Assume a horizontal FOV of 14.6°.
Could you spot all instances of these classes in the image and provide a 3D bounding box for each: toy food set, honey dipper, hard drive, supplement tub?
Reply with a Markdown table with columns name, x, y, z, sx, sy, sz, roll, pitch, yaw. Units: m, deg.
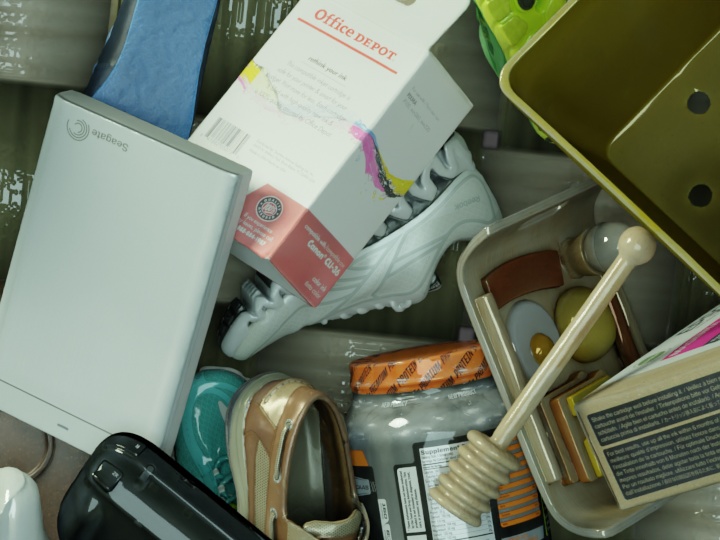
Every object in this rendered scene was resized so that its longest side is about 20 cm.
| name | x | y | z | sx | sy | sz | roll | pitch | yaw |
| --- | --- | --- | --- | --- | --- | --- | --- | --- | --- |
| toy food set | 0.148 | 0.049 | 1.718 | 0.060 | 0.143 | 0.201 | -19 | 94 | 42 |
| honey dipper | 0.110 | 0.059 | 1.647 | 0.038 | 0.038 | 0.200 | 34 | 93 | -3 |
| hard drive | -0.150 | 0.010 | 1.688 | 0.131 | 0.027 | 0.201 | 24 | 109 | 21 |
| supplement tub | 0.054 | 0.148 | 1.732 | 0.122 | 0.123 | 0.201 | -8 | 92 | -1 |

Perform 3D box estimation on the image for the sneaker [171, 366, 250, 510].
| name | x | y | z | sx | sy | sz | roll | pitch | yaw |
| --- | --- | --- | --- | --- | --- | --- | --- | --- | --- |
| sneaker | -0.074 | 0.158 | 1.750 | 0.077 | 0.080 | 0.201 | -11 | 92 | 0 |

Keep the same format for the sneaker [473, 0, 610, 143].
| name | x | y | z | sx | sy | sz | roll | pitch | yaw |
| --- | --- | --- | --- | --- | --- | --- | --- | --- | --- |
| sneaker | 0.092 | -0.167 | 1.706 | 0.074 | 0.084 | 0.201 | -28 | 128 | -15 |

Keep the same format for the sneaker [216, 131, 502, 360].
| name | x | y | z | sx | sy | sz | roll | pitch | yaw |
| --- | --- | --- | --- | --- | --- | --- | --- | --- | --- |
| sneaker | 0.000 | 0.000 | 1.752 | 0.200 | 0.075 | 0.081 | -36 | 105 | 3 |

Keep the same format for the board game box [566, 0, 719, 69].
| name | x | y | z | sx | sy | sz | roll | pitch | yaw |
| --- | --- | --- | --- | --- | --- | --- | --- | --- | --- |
| board game box | 0.204 | -0.245 | 1.765 | 0.199 | 0.026 | 0.201 | 24 | 92 | -2 |

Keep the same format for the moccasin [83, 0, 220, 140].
| name | x | y | z | sx | sy | sz | roll | pitch | yaw |
| --- | --- | --- | --- | --- | --- | --- | --- | --- | --- |
| moccasin | -0.128 | -0.115 | 1.743 | 0.080 | 0.068 | 0.201 | 25 | 93 | -10 |

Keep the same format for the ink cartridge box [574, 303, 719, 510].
| name | x | y | z | sx | sy | sz | roll | pitch | yaw |
| --- | --- | --- | --- | --- | --- | --- | --- | --- | --- |
| ink cartridge box | 0.249 | 0.055 | 1.668 | 0.200 | 0.164 | 0.075 | -31 | 96 | -43 |

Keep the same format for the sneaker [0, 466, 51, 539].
| name | x | y | z | sx | sy | sz | roll | pitch | yaw |
| --- | --- | --- | --- | --- | --- | --- | --- | --- | --- |
| sneaker | -0.206 | 0.206 | 1.734 | 0.080 | 0.077 | 0.201 | 0 | 122 | -13 |

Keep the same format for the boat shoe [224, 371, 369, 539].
| name | x | y | z | sx | sy | sz | roll | pitch | yaw |
| --- | --- | --- | --- | --- | --- | --- | --- | --- | --- |
| boat shoe | -0.032 | 0.162 | 1.694 | 0.075 | 0.072 | 0.201 | -18 | 102 | -36 |

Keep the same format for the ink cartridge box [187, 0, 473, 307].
| name | x | y | z | sx | sy | sz | roll | pitch | yaw |
| --- | --- | --- | --- | --- | --- | --- | --- | --- | --- |
| ink cartridge box | -0.016 | -0.092 | 1.710 | 0.116 | 0.068 | 0.200 | 33 | 81 | 40 |

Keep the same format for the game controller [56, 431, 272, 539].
| name | x | y | z | sx | sy | sz | roll | pitch | yaw |
| --- | --- | --- | --- | --- | --- | --- | --- | --- | --- |
| game controller | -0.092 | 0.184 | 1.679 | 0.200 | 0.042 | 0.104 | 39 | 135 | 4 |

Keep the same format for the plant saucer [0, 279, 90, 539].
| name | x | y | z | sx | sy | sz | roll | pitch | yaw |
| --- | --- | --- | --- | --- | --- | --- | --- | --- | --- |
| plant saucer | -0.218 | 0.107 | 1.768 | 0.199 | 0.034 | 0.202 | 0 | 94 | -1 |

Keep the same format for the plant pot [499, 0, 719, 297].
| name | x | y | z | sx | sy | sz | roll | pitch | yaw |
| --- | --- | --- | --- | --- | --- | --- | --- | --- | --- |
| plant pot | 0.225 | -0.093 | 1.654 | 0.200 | 0.176 | 0.200 | -45 | 75 | -3 |
